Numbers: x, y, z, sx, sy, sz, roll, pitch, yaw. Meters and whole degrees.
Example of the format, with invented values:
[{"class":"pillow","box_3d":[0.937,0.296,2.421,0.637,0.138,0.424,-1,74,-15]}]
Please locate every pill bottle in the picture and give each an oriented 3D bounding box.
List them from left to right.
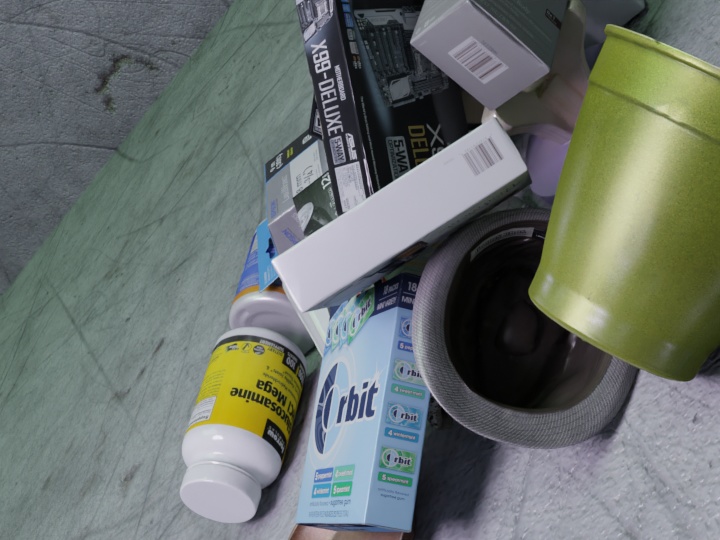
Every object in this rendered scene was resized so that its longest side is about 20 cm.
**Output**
[{"class":"pill bottle","box_3d":[-0.132,0.171,1.335,0.112,0.112,0.201,-35,31,42]},{"class":"pill bottle","box_3d":[-0.087,-0.001,1.482,0.112,0.112,0.201,-37,28,39]}]

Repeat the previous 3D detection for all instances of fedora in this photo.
[{"class":"fedora","box_3d":[0.125,0.052,0.944,0.090,0.176,0.201,99,180,-68]}]

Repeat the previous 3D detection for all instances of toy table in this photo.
[{"class":"toy table","box_3d":[0.178,-0.171,1.158,0.184,0.117,0.201,-41,25,32]}]

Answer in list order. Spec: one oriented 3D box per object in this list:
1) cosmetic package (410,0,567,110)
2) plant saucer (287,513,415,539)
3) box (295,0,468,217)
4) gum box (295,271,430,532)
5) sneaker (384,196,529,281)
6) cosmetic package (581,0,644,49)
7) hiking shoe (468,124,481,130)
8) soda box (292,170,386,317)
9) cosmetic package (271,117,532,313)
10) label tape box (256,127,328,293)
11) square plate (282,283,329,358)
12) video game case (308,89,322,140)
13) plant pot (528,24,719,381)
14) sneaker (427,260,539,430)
[{"class":"cosmetic package","box_3d":[0.127,-0.257,1.089,0.090,0.107,0.201,-30,34,48]},{"class":"plant saucer","box_3d":[-0.011,0.258,1.061,0.200,0.037,0.201,-45,25,27]},{"class":"box","box_3d":[0.027,-0.154,1.084,0.050,0.157,0.201,-12,89,42]},{"class":"gum box","box_3d":[0.006,0.117,1.014,0.170,0.044,0.201,151,130,-66]},{"class":"sneaker","box_3d":[0.087,-0.034,1.119,0.200,0.092,0.076,-42,-4,-47]},{"class":"cosmetic package","box_3d":[0.156,-0.300,1.270,0.200,0.199,0.123,-41,26,34]},{"class":"hiking shoe","box_3d":[0.113,-0.194,1.405,0.101,0.076,0.200,-55,11,27]},{"class":"soda box","box_3d":[0.000,0.000,1.186,0.063,0.071,0.201,-35,59,30]},{"class":"cosmetic package","box_3d":[0.039,-0.040,0.951,0.199,0.052,0.151,-32,-3,9]},{"class":"label tape box","box_3d":[-0.064,-0.088,1.376,0.200,0.063,0.145,-37,30,17]},{"class":"square plate","box_3d":[0.011,0.017,1.239,0.200,0.028,0.199,-46,54,22]},{"class":"video game case","box_3d":[0.022,-0.203,1.227,0.200,0.025,0.182,28,116,47]},{"class":"plant pot","box_3d":[0.213,-0.037,0.825,0.194,0.200,0.200,-63,20,11]},{"class":"sneaker","box_3d":[0.117,0.069,1.048,0.200,0.077,0.089,-43,56,26]}]
